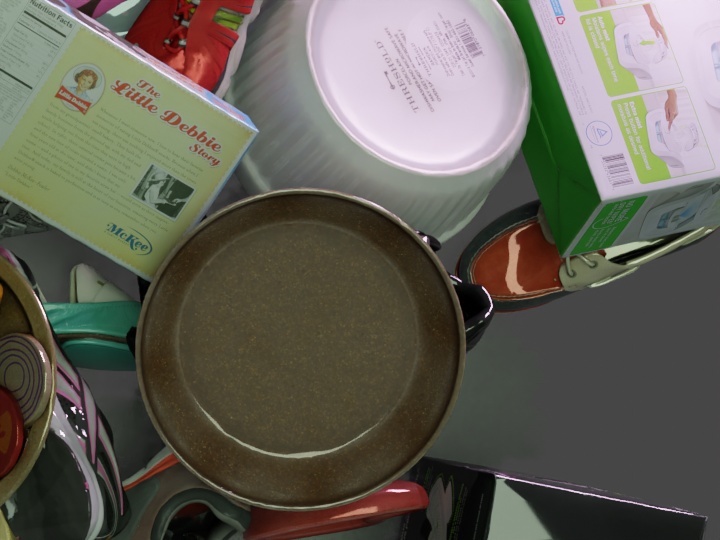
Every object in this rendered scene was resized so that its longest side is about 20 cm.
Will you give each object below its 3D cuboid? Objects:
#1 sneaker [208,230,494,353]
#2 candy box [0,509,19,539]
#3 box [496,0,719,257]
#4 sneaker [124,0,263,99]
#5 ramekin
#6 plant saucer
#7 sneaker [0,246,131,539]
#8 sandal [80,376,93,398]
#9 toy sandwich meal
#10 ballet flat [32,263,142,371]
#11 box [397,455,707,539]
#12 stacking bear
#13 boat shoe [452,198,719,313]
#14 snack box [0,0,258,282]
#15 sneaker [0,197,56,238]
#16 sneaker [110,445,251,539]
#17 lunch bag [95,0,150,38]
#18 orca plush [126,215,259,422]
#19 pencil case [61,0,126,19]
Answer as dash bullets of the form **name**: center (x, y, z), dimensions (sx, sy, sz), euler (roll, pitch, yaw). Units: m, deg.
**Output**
- **sneaker**: center (0.000, 0.000, 1.610), dimensions (0.200, 0.099, 0.070), euler (25, 50, -28)
- **candy box**: center (-0.249, 0.225, 1.619), dimensions (0.115, 0.055, 0.201), euler (-14, 100, 11)
- **box**: center (0.192, -0.131, 1.707), dimensions (0.176, 0.097, 0.201), euler (-12, 70, -19)
- **sneaker**: center (-0.100, -0.172, 1.590), dimensions (0.077, 0.085, 0.200), euler (28, 80, 13)
- **ramekin**: center (0.016, -0.115, 1.663), dimensions (0.199, 0.105, 0.201), euler (10, 66, -22)
- **plant saucer**: center (-0.037, 0.046, 1.563), dimensions (0.200, 0.037, 0.201), euler (-1, 102, -4)
- **sneaker**: center (-0.200, 0.086, 1.595), dimensions (0.080, 0.086, 0.201), euler (-23, 74, 20)
- **sandal**: center (-0.266, 0.100, 1.638), dimensions (0.199, 0.045, 0.075), euler (-4, 133, -16)
- **toy sandwich meal**: center (-0.278, 0.065, 1.544), dimensions (0.204, 0.070, 0.206), euler (-3, 82, 23)
- **ballet flat**: center (-0.201, 0.029, 1.663), dimensions (0.199, 0.067, 0.071), euler (1, 75, -16)
- **box**: center (0.114, 0.196, 1.666), dimensions (0.148, 0.200, 0.125), euler (12, 87, -14)
- **stacking bear**: center (-0.040, 0.070, 1.683), dimensions (0.113, 0.121, 0.201), euler (-7, 81, -23)
- **boat shoe**: center (0.159, -0.022, 1.753), dimensions (0.199, 0.063, 0.071), euler (-18, 95, -12)
- **snack box**: center (-0.173, -0.089, 1.537), dimensions (0.200, 0.037, 0.116), euler (31, 99, -24)
- **sneaker**: center (-0.236, -0.036, 1.611), dimensions (0.199, 0.082, 0.075), euler (-9, 128, 14)
- **sneaker**: center (-0.146, 0.180, 1.622), dimensions (0.200, 0.082, 0.077), euler (-39, 126, 24)
- **lunch bag**: center (-0.200, -0.150, 1.657), dimensions (0.200, 0.077, 0.161), euler (33, 82, -11)
- **orca plush**: center (-0.099, -0.002, 1.619), dimensions (0.105, 0.071, 0.201), euler (-2, 69, 3)
- **pencil case**: center (-0.223, -0.169, 1.569), dimensions (0.200, 0.091, 0.094), euler (-29, 63, -11)
